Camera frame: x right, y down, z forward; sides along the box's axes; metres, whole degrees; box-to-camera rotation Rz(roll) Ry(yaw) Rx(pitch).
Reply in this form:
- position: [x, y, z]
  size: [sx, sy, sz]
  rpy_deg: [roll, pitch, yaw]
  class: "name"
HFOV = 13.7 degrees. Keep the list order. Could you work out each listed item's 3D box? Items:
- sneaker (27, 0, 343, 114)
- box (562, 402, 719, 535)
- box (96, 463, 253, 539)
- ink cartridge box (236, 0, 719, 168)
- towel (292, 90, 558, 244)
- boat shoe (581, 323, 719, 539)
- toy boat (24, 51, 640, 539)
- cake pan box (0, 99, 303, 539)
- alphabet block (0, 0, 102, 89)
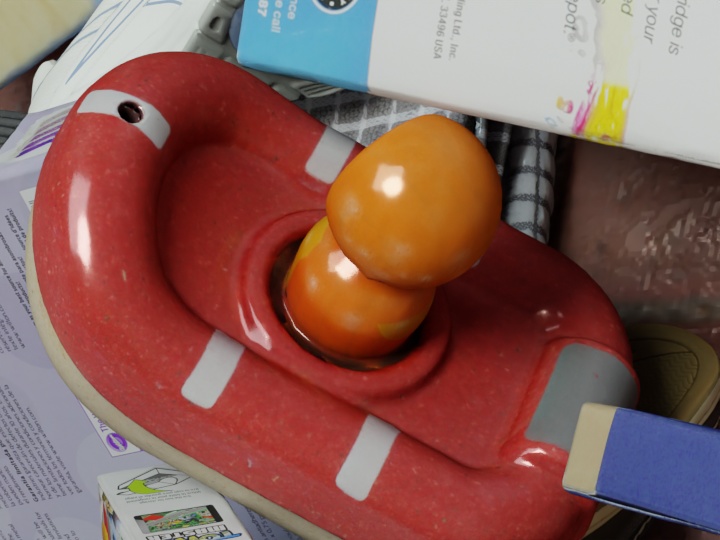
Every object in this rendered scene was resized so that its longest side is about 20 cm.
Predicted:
- position: [-0.050, -0.091, 1.055]
  size: [0.200, 0.074, 0.087]
  rpy_deg: [-34, 44, 19]
  class: "sneaker"
- position: [0.171, 0.079, 0.850]
  size: [0.200, 0.121, 0.033]
  rpy_deg: [16, 90, 40]
  class: "box"
- position: [-0.045, 0.170, 0.915]
  size: [0.035, 0.201, 0.110]
  rpy_deg: [-8, 15, -13]
  class: "box"
- position: [0.091, -0.116, 0.905]
  size: [0.199, 0.146, 0.147]
  rpy_deg: [14, 101, 23]
  class: "ink cartridge box"
- position: [-0.027, -0.027, 1.103]
  size: [0.199, 0.086, 0.166]
  rpy_deg: [-11, 58, 33]
  class: "towel"
- position: [0.045, 0.098, 0.982]
  size: [0.200, 0.065, 0.073]
  rpy_deg: [-40, 41, -15]
  class: "boat shoe"
- position: [0.000, 0.000, 0.901]
  size: [0.131, 0.200, 0.131]
  rpy_deg: [-58, 5, 49]
  class: "toy boat"
- position: [-0.111, 0.040, 1.048]
  size: [0.184, 0.200, 0.052]
  rpy_deg: [-16, 26, 32]
  class: "cake pan box"
- position: [-0.157, -0.212, 1.199]
  size: [0.195, 0.200, 0.197]
  rpy_deg: [-35, 23, 16]
  class: "alphabet block"
